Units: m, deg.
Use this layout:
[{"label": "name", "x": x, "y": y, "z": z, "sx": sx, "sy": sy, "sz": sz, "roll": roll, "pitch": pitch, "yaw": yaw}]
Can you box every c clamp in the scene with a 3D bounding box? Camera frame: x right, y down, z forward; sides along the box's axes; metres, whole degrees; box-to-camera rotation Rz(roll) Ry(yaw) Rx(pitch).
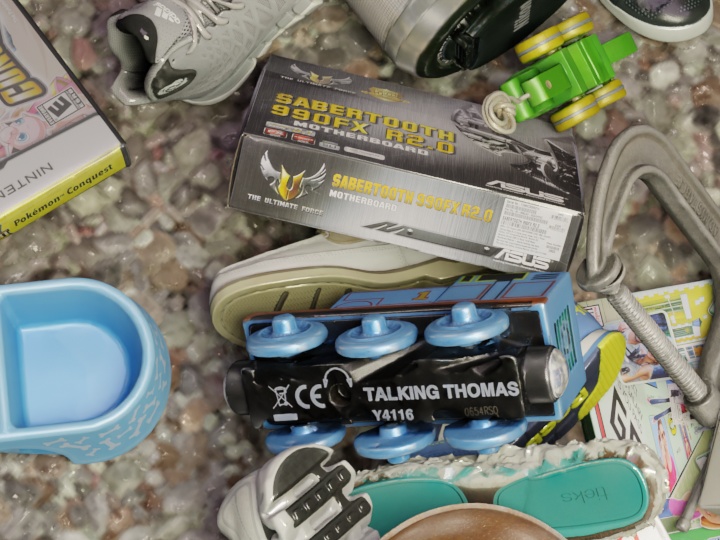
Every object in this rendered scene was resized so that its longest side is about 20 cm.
[{"label": "c clamp", "x": 0.180, "y": 0.023, "z": 1.191, "sx": 0.200, "sy": 0.027, "sz": 0.171, "roll": 53, "pitch": 53, "yaw": -30}]

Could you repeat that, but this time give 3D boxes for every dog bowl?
[{"label": "dog bowl", "x": -0.210, "y": 0.059, "z": 1.208, "sx": 0.199, "sy": 0.050, "sz": 0.112, "roll": -6, "pitch": 74, "yaw": -8}]

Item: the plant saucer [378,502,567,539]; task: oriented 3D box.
[{"label": "plant saucer", "x": 0.055, "y": 0.221, "z": 1.059, "sx": 0.200, "sy": 0.034, "sz": 0.201, "roll": 7, "pitch": 77, "yaw": -30}]

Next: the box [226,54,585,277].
[{"label": "box", "x": 0.029, "y": -0.063, "z": 1.219, "sx": 0.199, "sy": 0.158, "sz": 0.048, "roll": 14, "pitch": 113, "yaw": -2}]

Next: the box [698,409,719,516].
[{"label": "box", "x": 0.316, "y": 0.115, "z": 1.177, "sx": 0.199, "sy": 0.128, "sz": 0.109, "roll": 23, "pitch": 72, "yaw": -19}]

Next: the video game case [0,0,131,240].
[{"label": "video game case", "x": -0.265, "y": -0.092, "z": 1.236, "sx": 0.180, "sy": 0.026, "sz": 0.200, "roll": -32, "pitch": 64, "yaw": -14}]

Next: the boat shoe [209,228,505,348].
[{"label": "boat shoe", "x": 0.000, "y": 0.000, "z": 1.240, "sx": 0.199, "sy": 0.075, "sz": 0.069, "roll": -6, "pitch": 50, "yaw": -20}]

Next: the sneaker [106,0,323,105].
[{"label": "sneaker", "x": -0.082, "y": -0.161, "z": 1.201, "sx": 0.075, "sy": 0.200, "sz": 0.115, "roll": 48, "pitch": 35, "yaw": 14}]

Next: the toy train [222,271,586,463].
[{"label": "toy train", "x": 0.026, "y": 0.052, "z": 1.142, "sx": 0.199, "sy": 0.114, "sz": 0.087, "roll": -4, "pitch": 105, "yaw": 23}]

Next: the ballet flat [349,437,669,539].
[{"label": "ballet flat", "x": 0.075, "y": 0.128, "z": 1.132, "sx": 0.199, "sy": 0.072, "sz": 0.072, "roll": -8, "pitch": 72, "yaw": 18}]

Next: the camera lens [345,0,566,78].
[{"label": "camera lens", "x": 0.039, "y": -0.231, "z": 1.266, "sx": 0.160, "sy": 0.160, "sz": 0.200, "roll": -35, "pitch": 80, "yaw": -15}]

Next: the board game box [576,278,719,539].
[{"label": "board game box", "x": 0.206, "y": 0.107, "z": 1.250, "sx": 0.134, "sy": 0.029, "sz": 0.201, "roll": -10, "pitch": 74, "yaw": -8}]

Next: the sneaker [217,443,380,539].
[{"label": "sneaker", "x": -0.009, "y": 0.190, "z": 1.098, "sx": 0.075, "sy": 0.081, "sz": 0.201, "roll": -27, "pitch": 91, "yaw": -45}]

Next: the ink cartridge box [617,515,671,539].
[{"label": "ink cartridge box", "x": 0.101, "y": 0.234, "z": 1.154, "sx": 0.200, "sy": 0.084, "sz": 0.145, "roll": -27, "pitch": 77, "yaw": -3}]

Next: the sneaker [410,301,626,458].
[{"label": "sneaker", "x": 0.062, "y": 0.087, "z": 1.218, "sx": 0.200, "sy": 0.074, "sz": 0.082, "roll": -40, "pitch": 65, "yaw": -9}]

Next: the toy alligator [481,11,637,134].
[{"label": "toy alligator", "x": 0.108, "y": -0.110, "z": 1.260, "sx": 0.200, "sy": 0.054, "sz": 0.059, "roll": -31, "pitch": 95, "yaw": -52}]

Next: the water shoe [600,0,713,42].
[{"label": "water shoe", "x": 0.167, "y": -0.240, "z": 1.325, "sx": 0.071, "sy": 0.079, "sz": 0.200, "roll": -24, "pitch": 77, "yaw": -12}]
